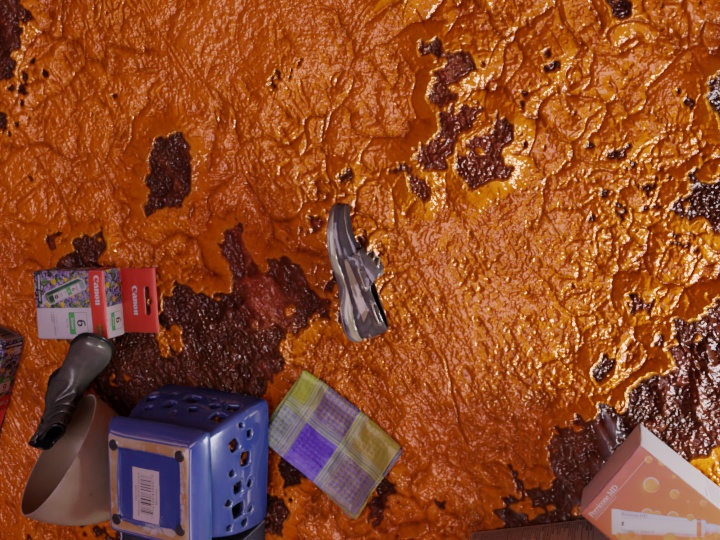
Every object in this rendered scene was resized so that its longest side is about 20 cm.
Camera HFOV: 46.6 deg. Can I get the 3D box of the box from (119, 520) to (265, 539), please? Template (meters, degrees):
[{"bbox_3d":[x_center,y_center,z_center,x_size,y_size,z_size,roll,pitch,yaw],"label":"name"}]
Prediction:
[{"bbox_3d":[-0.258,0.488,1.300,0.197,0.117,0.200,4,97,19],"label":"box"}]

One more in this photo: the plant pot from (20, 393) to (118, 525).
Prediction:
[{"bbox_3d":[-0.417,0.315,1.314,0.134,0.201,0.200,35,109,-25],"label":"plant pot"}]

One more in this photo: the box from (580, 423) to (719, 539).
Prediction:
[{"bbox_3d":[0.401,0.319,1.077,0.199,0.097,0.125,39,106,11],"label":"box"}]

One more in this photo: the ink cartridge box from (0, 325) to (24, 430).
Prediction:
[{"bbox_3d":[-0.655,0.189,1.432,0.108,0.050,0.203,21,102,14],"label":"ink cartridge box"}]

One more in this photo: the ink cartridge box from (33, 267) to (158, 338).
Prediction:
[{"bbox_3d":[-0.422,0.051,1.333,0.197,0.050,0.111,-1,96,19],"label":"ink cartridge box"}]

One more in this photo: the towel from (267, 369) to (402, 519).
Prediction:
[{"bbox_3d":[-0.045,0.261,1.256,0.199,0.023,0.144,39,107,10],"label":"towel"}]

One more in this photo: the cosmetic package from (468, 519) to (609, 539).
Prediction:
[{"bbox_3d":[0.246,0.406,1.136,0.197,0.103,0.089,-13,94,20],"label":"cosmetic package"}]

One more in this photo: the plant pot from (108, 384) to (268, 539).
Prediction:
[{"bbox_3d":[-0.262,0.294,1.239,0.197,0.179,0.203,5,99,22],"label":"plant pot"}]

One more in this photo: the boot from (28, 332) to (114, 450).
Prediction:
[{"bbox_3d":[-0.450,0.195,1.304,0.067,0.132,0.200,26,131,-24],"label":"boot"}]

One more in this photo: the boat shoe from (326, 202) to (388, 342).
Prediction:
[{"bbox_3d":[0.000,0.000,1.194,0.072,0.075,0.203,-9,102,9],"label":"boat shoe"}]
